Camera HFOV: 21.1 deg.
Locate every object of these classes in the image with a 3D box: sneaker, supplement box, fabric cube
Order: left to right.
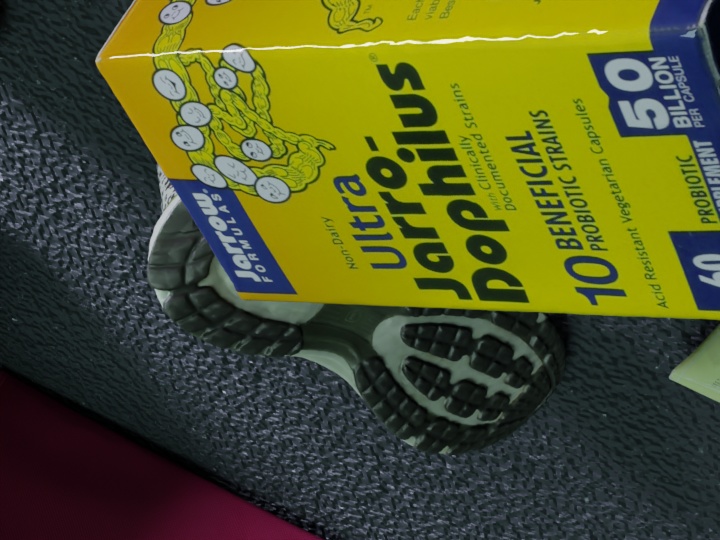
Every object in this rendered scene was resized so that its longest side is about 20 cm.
[{"bbox_3d":[-0.152,0.213,0.990,0.198,0.197,0.201,26,146,3],"label":"fabric cube"},{"bbox_3d":[0.000,0.000,0.742,0.199,0.089,0.077,30,111,-33],"label":"sneaker"},{"bbox_3d":[0.041,-0.063,0.583,0.198,0.110,0.109,1,137,34],"label":"supplement box"}]

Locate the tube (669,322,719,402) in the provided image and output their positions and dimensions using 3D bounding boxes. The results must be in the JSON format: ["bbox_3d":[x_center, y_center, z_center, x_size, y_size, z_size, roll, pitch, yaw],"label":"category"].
[{"bbox_3d":[0.165,0.006,0.644,0.058,0.051,0.201,63,159,25],"label":"tube"}]
